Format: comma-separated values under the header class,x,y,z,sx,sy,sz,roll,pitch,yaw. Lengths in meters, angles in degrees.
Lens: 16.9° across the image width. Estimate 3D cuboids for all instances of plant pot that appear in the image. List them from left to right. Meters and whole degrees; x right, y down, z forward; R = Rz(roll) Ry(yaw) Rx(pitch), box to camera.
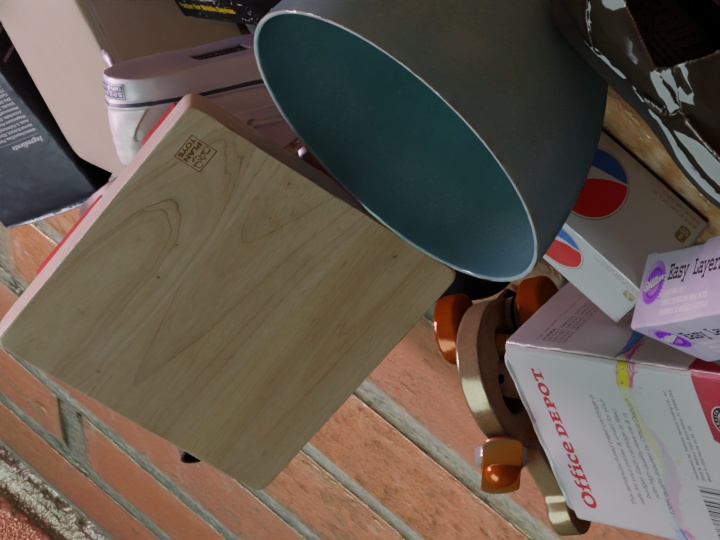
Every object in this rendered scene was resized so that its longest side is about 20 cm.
class,x,y,z,sx,sy,sz,roll,pitch,yaw
plant pot,0.059,-0.112,1.332,0.200,0.135,0.200,37,161,15

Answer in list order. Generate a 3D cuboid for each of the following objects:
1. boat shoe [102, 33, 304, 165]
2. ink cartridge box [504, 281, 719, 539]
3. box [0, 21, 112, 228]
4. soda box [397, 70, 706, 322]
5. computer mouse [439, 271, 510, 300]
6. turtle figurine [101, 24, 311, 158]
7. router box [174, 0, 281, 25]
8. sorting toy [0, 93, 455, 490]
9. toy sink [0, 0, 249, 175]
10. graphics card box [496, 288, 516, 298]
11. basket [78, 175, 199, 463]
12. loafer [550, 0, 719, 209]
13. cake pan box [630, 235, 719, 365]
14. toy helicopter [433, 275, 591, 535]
class,x,y,z,sx,sy,sz,roll,pitch,yaw
boat shoe,-0.061,-0.097,1.499,0.075,0.201,0.087,25,124,55
ink cartridge box,0.204,0.089,1.491,0.199,0.083,0.146,8,131,48
box,-0.263,-0.158,1.825,0.104,0.148,0.200,-17,123,33
soda box,0.108,-0.063,1.457,0.200,0.064,0.068,41,162,3
computer mouse,0.000,0.000,1.657,0.199,0.140,0.046,1,111,20
turtle figurine,-0.074,-0.068,1.579,0.193,0.201,0.144,20,-175,29
router box,-0.085,-0.223,1.510,0.200,0.051,0.149,14,145,56
sorting toy,-0.081,0.005,1.462,0.198,0.200,0.070,32,-155,-23
toy sink,-0.164,-0.171,1.696,0.130,0.112,0.200,23,149,44
graphics card box,0.177,0.101,1.696,0.200,0.051,0.126,27,155,36
basket,-0.116,0.020,1.794,0.201,0.136,0.180,62,164,9
loafer,0.180,-0.093,1.226,0.200,0.073,0.071,40,161,5
cake pan box,0.262,0.034,1.273,0.184,0.053,0.200,24,167,-17
toy helicopter,0.111,0.110,1.612,0.079,0.133,0.200,-12,128,23
